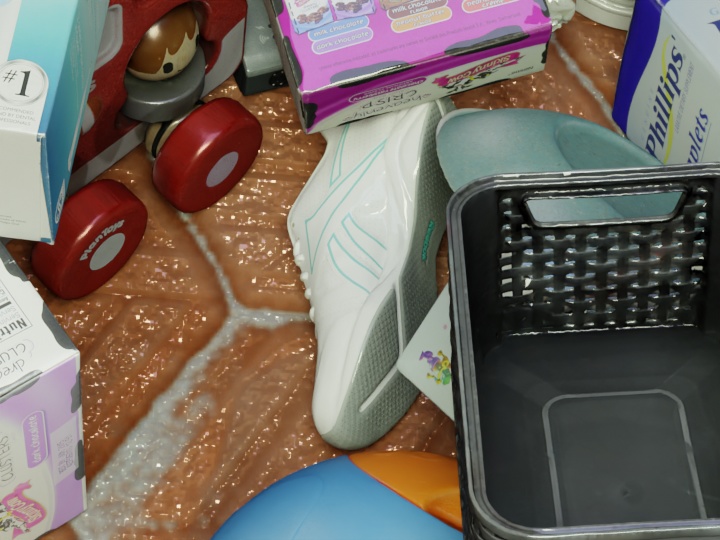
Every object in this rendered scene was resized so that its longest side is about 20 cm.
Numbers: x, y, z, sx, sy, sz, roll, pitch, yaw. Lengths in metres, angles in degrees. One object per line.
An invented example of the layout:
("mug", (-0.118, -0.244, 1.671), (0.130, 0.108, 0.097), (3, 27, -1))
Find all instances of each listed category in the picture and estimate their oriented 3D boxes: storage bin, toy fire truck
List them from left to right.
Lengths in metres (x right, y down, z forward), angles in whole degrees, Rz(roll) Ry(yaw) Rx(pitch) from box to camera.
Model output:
("toy fire truck", (-0.133, -0.094, 0.974), (0.200, 0.168, 0.112), (-39, 72, -25))
("storage bin", (0.104, 0.057, 0.734), (0.134, 0.094, 0.201), (-3, 39, 2))

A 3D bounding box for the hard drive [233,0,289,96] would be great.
("hard drive", (0.003, -0.186, 1.125), (0.199, 0.033, 0.140), (-15, 63, -16))

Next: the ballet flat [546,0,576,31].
("ballet flat", (0.020, -0.160, 1.065), (0.199, 0.072, 0.072), (22, 59, 8))

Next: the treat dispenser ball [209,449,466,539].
("treat dispenser ball", (0.013, 0.178, 0.816), (0.199, 0.201, 0.202), (3, 59, -6))

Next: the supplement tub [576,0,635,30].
("supplement tub", (0.177, -0.245, 1.084), (0.143, 0.200, 0.145), (3, 60, -6))

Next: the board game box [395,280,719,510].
("board game box", (0.131, 0.089, 0.878), (0.200, 0.147, 0.064), (41, 103, 40))

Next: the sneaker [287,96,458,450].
("sneaker", (0.000, 0.000, 1.005), (0.080, 0.070, 0.202), (1, 64, 27))

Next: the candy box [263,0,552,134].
("candy box", (0.006, -0.186, 0.999), (0.135, 0.061, 0.201), (-15, 73, -5))

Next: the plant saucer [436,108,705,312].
("plant saucer", (0.132, -0.028, 0.964), (0.200, 0.039, 0.201), (29, 25, -15))

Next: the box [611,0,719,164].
("box", (0.268, -0.086, 1.039), (0.183, 0.105, 0.200), (-18, 51, -18))

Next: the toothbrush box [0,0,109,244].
("toothbrush box", (-0.188, -0.125, 0.839), (0.145, 0.085, 0.201), (9, 57, -1))

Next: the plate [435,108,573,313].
("plate", (0.118, -0.013, 0.995), (0.199, 0.026, 0.201), (28, 26, -15))

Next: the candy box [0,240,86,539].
("candy box", (-0.210, 0.021, 0.896), (0.071, 0.168, 0.200), (-30, 68, -23))
